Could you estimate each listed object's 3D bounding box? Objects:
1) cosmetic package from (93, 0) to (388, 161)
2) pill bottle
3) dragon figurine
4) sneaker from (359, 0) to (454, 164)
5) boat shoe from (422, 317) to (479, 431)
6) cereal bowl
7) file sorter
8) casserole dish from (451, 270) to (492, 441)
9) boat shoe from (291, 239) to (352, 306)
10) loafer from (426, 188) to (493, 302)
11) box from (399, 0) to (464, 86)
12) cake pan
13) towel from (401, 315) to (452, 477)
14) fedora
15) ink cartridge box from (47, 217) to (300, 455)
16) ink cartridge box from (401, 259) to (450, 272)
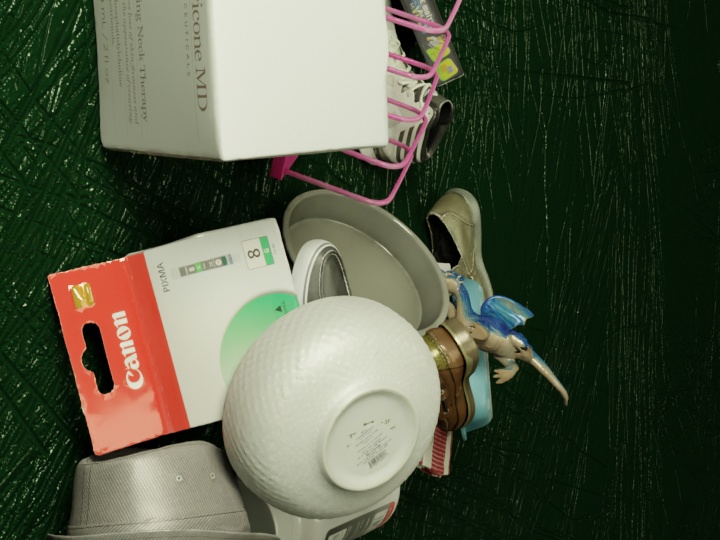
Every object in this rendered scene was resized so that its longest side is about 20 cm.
[{"bbox_3d":[-0.101,-0.183,0.919,0.166,0.200,0.168,-10,104,-37],"label":"cosmetic package"},{"bbox_3d":[-0.058,0.235,1.151,0.200,0.116,0.116,-8,102,-54],"label":"pill bottle"},{"bbox_3d":[0.151,0.067,1.218,0.059,0.200,0.099,-60,-171,32],"label":"dragon figurine"},{"bbox_3d":[0.053,-0.214,1.232,0.076,0.115,0.201,-26,116,-50],"label":"sneaker"},{"bbox_3d":[0.075,0.117,1.161,0.068,0.072,0.200,-29,148,-14],"label":"boat shoe"},{"bbox_3d":[-0.011,0.126,0.953,0.200,0.083,0.200,-11,112,-29],"label":"cereal bowl"},{"bbox_3d":[0.010,-0.184,1.075,0.139,0.125,0.200,-64,172,-53],"label":"file sorter"},{"bbox_3d":[0.130,0.097,1.306,0.121,0.039,0.200,62,25,-73],"label":"casserole dish"},{"bbox_3d":[-0.019,0.072,1.026,0.070,0.066,0.200,-10,102,-54],"label":"boat shoe"},{"bbox_3d":[0.114,0.000,1.404,0.070,0.075,0.200,-23,109,-38],"label":"loafer"},{"bbox_3d":[0.055,-0.314,1.238,0.110,0.035,0.200,-105,170,-50],"label":"box"},{"bbox_3d":[0.000,0.000,1.160,0.200,0.200,0.037,-21,155,-51],"label":"cake pan"},{"bbox_3d":[0.067,0.146,1.247,0.200,0.023,0.144,41,53,-61],"label":"towel"},{"bbox_3d":[-0.168,0.193,0.954,0.200,0.177,0.090,8,74,-42],"label":"fedora"},{"bbox_3d":[-0.145,0.053,0.956,0.200,0.050,0.161,-15,89,-31],"label":"ink cartridge box"},{"bbox_3d":[0.042,0.086,1.307,0.115,0.068,0.200,5,93,-56],"label":"ink cartridge box"}]
